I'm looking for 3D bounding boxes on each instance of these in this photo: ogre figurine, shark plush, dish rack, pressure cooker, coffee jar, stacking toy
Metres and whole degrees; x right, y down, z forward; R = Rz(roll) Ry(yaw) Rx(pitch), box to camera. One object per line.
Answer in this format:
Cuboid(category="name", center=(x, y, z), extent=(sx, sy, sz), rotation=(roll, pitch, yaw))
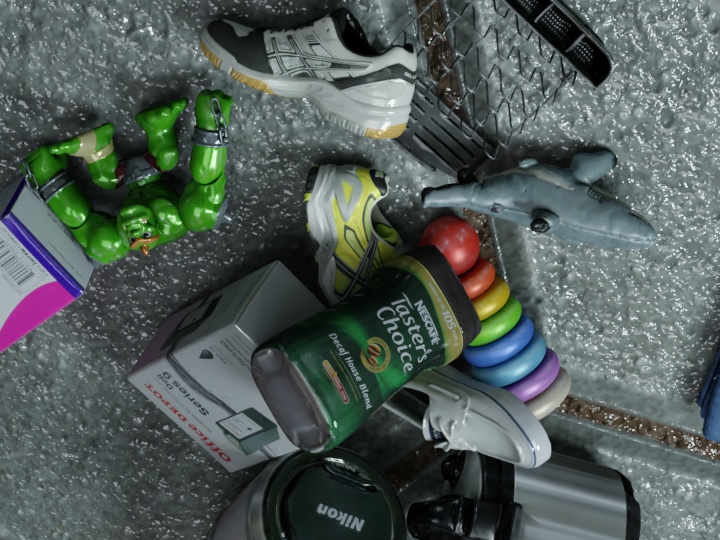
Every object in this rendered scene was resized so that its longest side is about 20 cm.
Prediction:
Cuboid(category="ogre figurine", center=(-0.192, -0.077, 1.483), extent=(0.198, 0.098, 0.121), rotation=(-21, 100, -4))
Cuboid(category="shark plush", center=(0.152, -0.061, 1.424), extent=(0.198, 0.084, 0.091), rotation=(17, 119, -22))
Cuboid(category="dish rack", center=(0.096, -0.165, 1.411), extent=(0.153, 0.055, 0.200), rotation=(40, 118, -14))
Cuboid(category="pressure cooker", center=(0.141, 0.248, 1.568), extent=(0.198, 0.179, 0.177), rotation=(16, 124, -11))
Cuboid(category="coffee jar", center=(0.010, 0.062, 1.424), extent=(0.105, 0.199, 0.085), rotation=(59, 146, -4))
Cuboid(category="stacking toy", center=(0.113, 0.040, 1.522), extent=(0.085, 0.086, 0.201), rotation=(-23, 107, 20))

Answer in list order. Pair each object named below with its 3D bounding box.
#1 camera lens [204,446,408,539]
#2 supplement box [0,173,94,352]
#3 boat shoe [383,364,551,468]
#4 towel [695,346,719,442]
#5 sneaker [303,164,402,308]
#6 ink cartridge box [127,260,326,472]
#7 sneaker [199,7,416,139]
Cuboid(category="camera lens", center=(-0.058, 0.267, 1.592), extent=(0.159, 0.161, 0.200), rotation=(29, 143, -10))
Cuboid(category="supplement box", center=(-0.345, 0.011, 1.547), extent=(0.199, 0.104, 0.101), rotation=(-33, 112, 22))
Cuboid(category="boat shoe", center=(0.084, 0.134, 1.516), extent=(0.199, 0.065, 0.074), rotation=(25, 138, 45))
Cuboid(category="towel", center=(0.382, 0.072, 1.513), extent=(0.110, 0.049, 0.202), rotation=(14, 120, 0))
Cuboid(category="sneaker", center=(0.000, 0.000, 1.509), extent=(0.075, 0.076, 0.202), rotation=(-4, 121, 10))
Cuboid(category="ink cartridge box", center=(-0.097, 0.093, 1.525), extent=(0.146, 0.084, 0.199), rotation=(44, 143, -15))
Cuboid(category="sneaker", center=(-0.039, -0.183, 1.400), extent=(0.198, 0.076, 0.089), rotation=(23, 108, 18))
